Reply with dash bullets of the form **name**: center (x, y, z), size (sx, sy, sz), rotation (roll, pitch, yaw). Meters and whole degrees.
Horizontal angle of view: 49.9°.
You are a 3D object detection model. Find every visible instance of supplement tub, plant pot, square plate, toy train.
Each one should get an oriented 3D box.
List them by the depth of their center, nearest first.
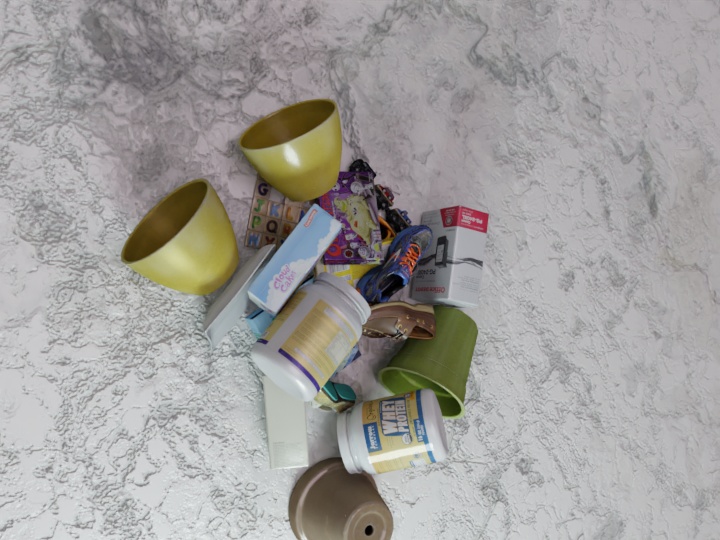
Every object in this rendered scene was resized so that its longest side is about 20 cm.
- **plant pot**: center (-0.298, -0.041, 1.366), size (0.200, 0.199, 0.142), rotation (-51, 122, -17)
- **supplement tub**: center (-0.087, 0.117, 1.401), size (0.146, 0.145, 0.200), rotation (48, 68, -22)
- **square plate**: center (-0.226, 0.048, 1.423), size (0.028, 0.200, 0.199), rotation (35, 73, 2)
- **plant pot**: center (-0.114, -0.218, 1.476), size (0.199, 0.199, 0.143), rotation (-36, 122, -23)
- **supplement tub**: center (0.064, 0.325, 1.544), size (0.198, 0.145, 0.146), rotation (-14, 101, 9)
- **plant pot**: center (-0.021, 0.495, 1.554), size (0.199, 0.174, 0.203), rotation (-2, 93, -30)
- **toy train**: center (0.047, -0.156, 1.646), size (0.200, 0.034, 0.046), rotation (51, 57, -20)
- **plant pot**: center (0.165, 0.184, 1.652), size (0.200, 0.199, 0.191), rotation (42, 61, -24)

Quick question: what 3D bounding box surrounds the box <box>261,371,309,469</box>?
- **box**: center (-0.146, 0.280, 1.504), size (0.081, 0.068, 0.202), rotation (-3, 105, -6)

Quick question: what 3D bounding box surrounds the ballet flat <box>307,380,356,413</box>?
- **ballet flat**: center (-0.070, 0.246, 1.526), size (0.200, 0.070, 0.071), rotation (39, 70, -62)

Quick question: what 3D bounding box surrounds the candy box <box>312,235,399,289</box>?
- **candy box**: center (0.000, 0.000, 1.559), size (0.198, 0.026, 0.103), rotation (-13, 112, -23)

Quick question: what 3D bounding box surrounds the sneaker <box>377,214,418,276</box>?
- **sneaker**: center (0.056, -0.053, 1.629), size (0.200, 0.077, 0.079), rotation (41, 72, -25)

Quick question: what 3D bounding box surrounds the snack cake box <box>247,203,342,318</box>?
- **snack cake box**: center (-0.120, -0.015, 1.412), size (0.067, 0.115, 0.201), rotation (37, 80, -1)

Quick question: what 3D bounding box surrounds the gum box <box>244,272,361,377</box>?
- **gum box**: center (-0.112, 0.134, 1.561), size (0.169, 0.044, 0.201), rotation (-35, 108, -24)

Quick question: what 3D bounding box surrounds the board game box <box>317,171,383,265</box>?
- **board game box**: center (-0.023, -0.106, 1.539), size (0.119, 0.032, 0.202), rotation (-3, 65, -9)

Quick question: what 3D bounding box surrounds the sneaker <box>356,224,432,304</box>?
- **sneaker**: center (0.081, -0.005, 1.539), size (0.075, 0.078, 0.201), rotation (42, 83, -30)

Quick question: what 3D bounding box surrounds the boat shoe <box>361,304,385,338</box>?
- **boat shoe**: center (0.026, 0.104, 1.595), size (0.199, 0.070, 0.071), rotation (3, 79, -48)

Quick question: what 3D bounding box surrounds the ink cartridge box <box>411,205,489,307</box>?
- **ink cartridge box**: center (0.191, -0.026, 1.658), size (0.083, 0.145, 0.202), rotation (12, 82, -28)

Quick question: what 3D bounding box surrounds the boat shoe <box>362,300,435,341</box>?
- **boat shoe**: center (0.078, 0.104, 1.530), size (0.199, 0.072, 0.068), rotation (5, 60, -41)

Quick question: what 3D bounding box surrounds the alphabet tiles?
- **alphabet tiles**: center (-0.128, -0.111, 1.564), size (0.198, 0.008, 0.169), rotation (12, 86, -28)
